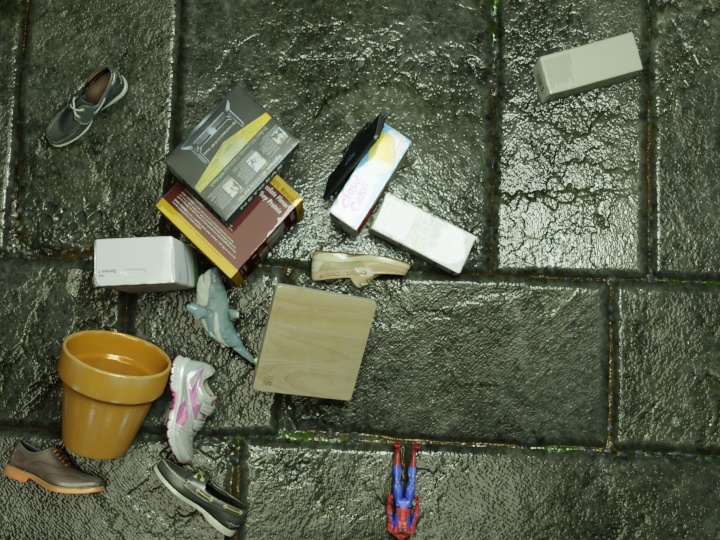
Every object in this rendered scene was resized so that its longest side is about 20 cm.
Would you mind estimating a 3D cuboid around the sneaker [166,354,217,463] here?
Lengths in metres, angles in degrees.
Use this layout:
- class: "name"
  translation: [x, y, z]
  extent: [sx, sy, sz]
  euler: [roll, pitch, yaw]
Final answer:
- class: "sneaker"
  translation: [-0.320, 0.267, 1.387]
  extent: [0.086, 0.081, 0.206]
  euler: [2, 90, -4]

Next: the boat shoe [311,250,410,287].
- class: "boat shoe"
  translation: [0.000, 0.000, 1.421]
  extent: [0.195, 0.071, 0.066]
  euler: [5, 91, 9]

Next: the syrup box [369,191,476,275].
- class: "syrup box"
  translation: [0.121, -0.070, 1.417]
  extent: [0.197, 0.081, 0.080]
  euler: [27, 87, 2]

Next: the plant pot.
- class: "plant pot"
  translation: [-0.471, 0.238, 1.346]
  extent: [0.196, 0.200, 0.187]
  euler: [18, 101, 2]

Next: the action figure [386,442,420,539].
- class: "action figure"
  translation: [0.082, 0.439, 1.391]
  extent: [0.064, 0.052, 0.206]
  euler: [3, 87, -3]

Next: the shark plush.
- class: "shark plush"
  translation: [-0.262, 0.100, 1.395]
  extent: [0.082, 0.091, 0.203]
  euler: [-28, 89, 8]

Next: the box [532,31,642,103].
- class: "box"
  translation: [0.454, -0.406, 1.453]
  extent: [0.195, 0.068, 0.084]
  euler: [-14, 85, -2]

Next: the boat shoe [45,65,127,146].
- class: "boat shoe"
  translation: [-0.559, -0.332, 1.448]
  extent: [0.200, 0.068, 0.072]
  euler: [-43, 88, -2]

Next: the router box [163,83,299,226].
- class: "router box"
  translation: [-0.230, -0.209, 1.307]
  extent: [0.157, 0.052, 0.200]
  euler: [43, 80, 2]

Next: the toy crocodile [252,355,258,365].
- class: "toy crocodile"
  translation: [-0.129, 0.121, 1.409]
  extent: [0.199, 0.062, 0.068]
  euler: [-41, 86, -3]

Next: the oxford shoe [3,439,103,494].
- class: "oxford shoe"
  translation: [-0.582, 0.378, 1.384]
  extent: [0.195, 0.071, 0.075]
  euler: [14, 80, 2]

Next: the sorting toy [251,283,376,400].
- class: "sorting toy"
  translation: [-0.092, 0.127, 1.356]
  extent: [0.195, 0.070, 0.204]
  euler: [10, 104, -22]

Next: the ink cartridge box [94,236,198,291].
- class: "ink cartridge box"
  translation: [-0.394, -0.008, 1.352]
  extent: [0.141, 0.200, 0.086]
  euler: [-3, 85, -1]

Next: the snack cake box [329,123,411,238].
- class: "snack cake box"
  translation: [0.018, -0.172, 1.409]
  extent: [0.066, 0.115, 0.202]
  euler: [32, 85, 1]

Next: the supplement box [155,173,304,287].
- class: "supplement box"
  translation: [-0.243, -0.115, 1.387]
  extent: [0.197, 0.133, 0.201]
  euler: [42, 81, 3]

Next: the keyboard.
- class: "keyboard"
  translation: [-0.009, -0.227, 1.394]
  extent: [0.020, 0.200, 0.129]
  euler: [29, 45, -18]

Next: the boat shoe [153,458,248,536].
- class: "boat shoe"
  translation: [-0.303, 0.419, 1.380]
  extent: [0.200, 0.072, 0.061]
  euler: [40, 88, -5]
